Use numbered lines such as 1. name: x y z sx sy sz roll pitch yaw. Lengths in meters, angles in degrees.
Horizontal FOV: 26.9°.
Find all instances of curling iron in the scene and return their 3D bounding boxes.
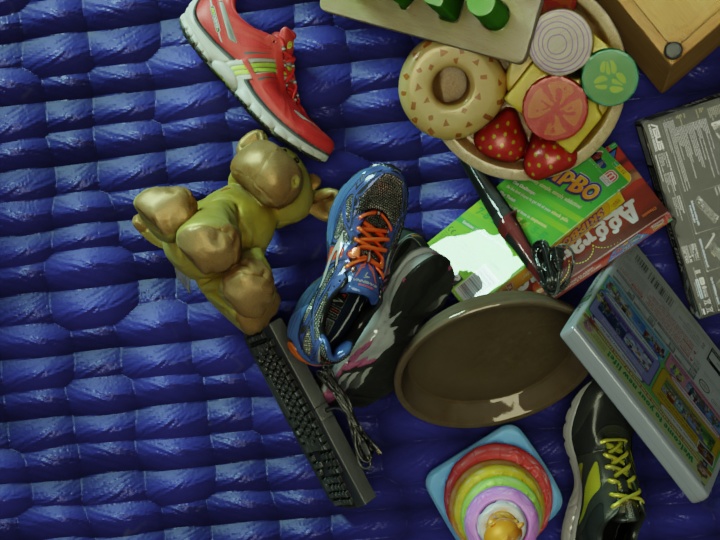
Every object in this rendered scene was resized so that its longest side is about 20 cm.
1. curling iron: 0.144 -0.051 1.413 0.025 0.200 0.050 3 128 -34

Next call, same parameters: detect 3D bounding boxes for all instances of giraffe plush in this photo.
1. giraffe plush: -0.105 -0.053 1.421 0.162 0.200 0.173 -45 99 -12

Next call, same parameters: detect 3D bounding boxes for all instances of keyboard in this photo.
1. keyboard: -0.042 0.139 1.455 0.021 0.127 0.201 -31 94 -35

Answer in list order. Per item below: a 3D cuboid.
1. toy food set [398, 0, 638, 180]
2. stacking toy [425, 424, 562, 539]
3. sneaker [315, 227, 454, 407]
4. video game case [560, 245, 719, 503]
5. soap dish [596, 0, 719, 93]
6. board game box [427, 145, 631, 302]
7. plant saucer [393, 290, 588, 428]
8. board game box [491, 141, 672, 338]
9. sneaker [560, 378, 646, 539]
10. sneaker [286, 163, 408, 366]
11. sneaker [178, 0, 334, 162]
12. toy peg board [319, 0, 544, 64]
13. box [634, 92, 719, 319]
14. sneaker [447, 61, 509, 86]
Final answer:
1. toy food set: 0.150 -0.180 1.392 0.199 0.049 0.198 37 107 -5
2. stacking toy: 0.131 0.229 1.407 0.116 0.200 0.110 -32 93 4
3. sneaker: 0.017 0.045 1.465 0.080 0.087 0.201 18 117 -39
4. video game case: 0.280 0.089 1.403 0.022 0.182 0.200 -34 98 38
5. soap dish: 0.284 -0.295 1.414 0.157 0.081 0.200 -40 91 5
6. board game box: 0.160 -0.048 1.439 0.200 0.030 0.096 -41 53 4
7. plant saucer: 0.127 0.083 1.424 0.198 0.201 0.030 -15 51 4
8. board game box: 0.188 -0.030 1.443 0.199 0.019 0.103 -35 54 5
9. sneaker: 0.246 0.203 1.450 0.074 0.085 0.202 -5 101 -24
10. sneaker: 0.000 0.000 1.373 0.075 0.078 0.201 17 94 -23
11. sneaker: -0.087 -0.192 1.444 0.085 0.077 0.200 -41 93 0
12. toy peg board: 0.072 -0.307 1.320 0.199 0.098 0.201 17 95 13
13. box: 0.368 -0.073 1.445 0.157 0.050 0.202 -18 94 4
14. sneaker: 0.109 -0.257 1.427 0.114 0.076 0.202 -16 97 2
